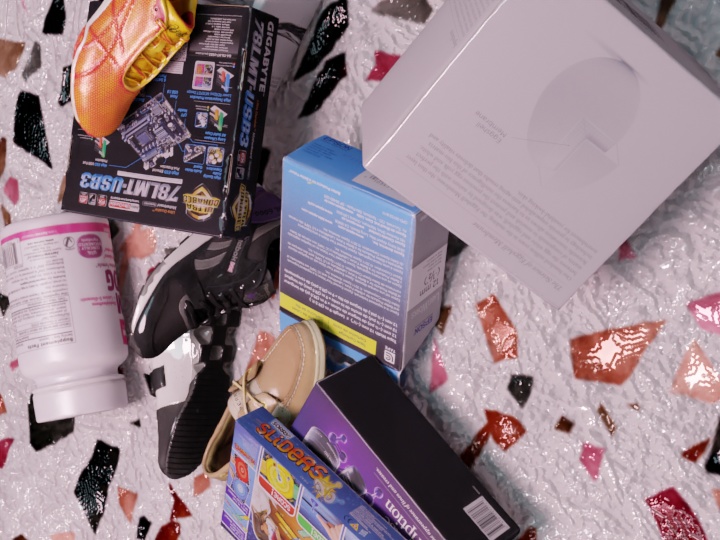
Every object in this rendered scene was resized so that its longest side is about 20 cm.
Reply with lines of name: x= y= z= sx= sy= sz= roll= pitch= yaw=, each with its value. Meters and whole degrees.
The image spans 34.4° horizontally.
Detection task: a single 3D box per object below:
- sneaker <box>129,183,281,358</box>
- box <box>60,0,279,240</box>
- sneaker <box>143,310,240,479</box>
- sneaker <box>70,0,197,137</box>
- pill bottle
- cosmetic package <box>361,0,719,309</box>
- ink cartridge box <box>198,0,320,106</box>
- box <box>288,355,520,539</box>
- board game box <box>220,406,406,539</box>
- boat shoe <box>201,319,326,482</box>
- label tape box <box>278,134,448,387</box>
sneaker: x=-0.127 y=0.008 z=1.074 sx=0.087 sy=0.076 sz=0.201 roll=31 pitch=70 yaw=21
box: x=-0.177 y=-0.140 z=1.059 sx=0.197 sy=0.049 sz=0.202 roll=9 pitch=94 yaw=31
sneaker: x=-0.178 y=0.102 z=1.156 sx=0.087 sy=0.074 sz=0.203 roll=9 pitch=85 yaw=32
sneaker: x=-0.188 y=-0.203 z=0.999 sx=0.077 sy=0.073 sz=0.202 roll=36 pitch=105 yaw=31
pill bottle: x=-0.302 y=0.049 z=1.204 sx=0.112 sy=0.113 sz=0.203 roll=-12 pitch=85 yaw=31
cosmetic package: x=0.135 y=-0.118 z=0.875 sx=0.198 sy=0.123 sz=0.200 roll=35 pitch=113 yaw=-19
ink cartridge box: x=-0.117 y=-0.273 z=1.101 sx=0.144 sy=0.084 sz=0.202 roll=38 pitch=110 yaw=26
box: x=0.022 y=0.200 z=1.009 sx=0.200 sy=0.078 sz=0.142 roll=48 pitch=135 yaw=22
board game box: x=-0.042 y=0.230 z=1.001 sx=0.199 sy=0.034 sz=0.137 roll=38 pitch=133 yaw=30
boat shoe: x=-0.091 y=0.128 z=1.073 sx=0.074 sy=0.066 sz=0.202 roll=59 pitch=134 yaw=43
label tape box: x=0.000 y=0.000 z=1.037 sx=0.142 sy=0.066 sz=0.202 roll=25 pitch=130 yaw=29
